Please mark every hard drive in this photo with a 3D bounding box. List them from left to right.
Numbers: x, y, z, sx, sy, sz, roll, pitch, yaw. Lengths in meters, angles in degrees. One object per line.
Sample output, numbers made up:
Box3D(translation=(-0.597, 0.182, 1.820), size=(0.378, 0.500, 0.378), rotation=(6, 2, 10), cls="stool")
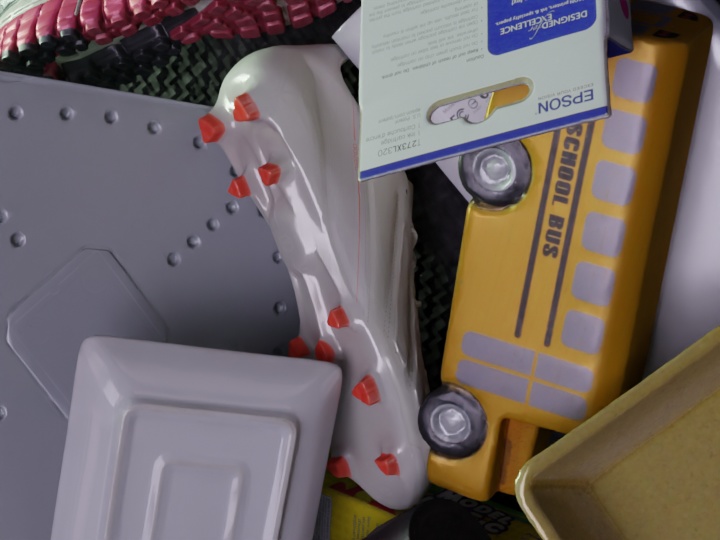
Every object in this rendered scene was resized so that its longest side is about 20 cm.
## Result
Box3D(translation=(0.098, -0.061, 0.764), size=(0.132, 0.027, 0.200), rotation=(-41, 88, 29), cls="hard drive")

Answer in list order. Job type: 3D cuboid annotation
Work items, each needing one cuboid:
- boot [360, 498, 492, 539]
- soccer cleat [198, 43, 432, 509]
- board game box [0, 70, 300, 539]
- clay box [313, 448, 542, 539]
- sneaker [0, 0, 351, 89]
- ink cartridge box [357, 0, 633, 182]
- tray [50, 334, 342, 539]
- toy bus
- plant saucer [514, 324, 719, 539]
Box3D(translation=(0.010, 0.217, 0.784), size=(0.200, 0.068, 0.189), rotation=(-44, 72, 43), cls="boot")
Box3D(translation=(0.000, 0.000, 0.790), size=(0.069, 0.077, 0.201), rotation=(-12, 100, 53), cls="soccer cleat")
Box3D(translation=(-0.117, 0.026, 0.779), size=(0.026, 0.199, 0.202), rotation=(2, 86, 60), cls="board game box")
Box3D(translation=(0.040, 0.156, 0.818), size=(0.199, 0.047, 0.116), rotation=(18, 115, 38), cls="clay box")
Box3D(translation=(-0.074, -0.138, 0.789), size=(0.199, 0.081, 0.075), rotation=(-14, 71, 20), cls="sneaker")
Box3D(translation=(0.048, -0.120, 0.686), size=(0.094, 0.201, 0.037), rotation=(-14, 144, 24), cls="ink cartridge box")
Box3D(translation=(-0.073, 0.129, 0.761), size=(0.107, 0.022, 0.201), rotation=(7, 105, -14), cls="tray")
Box3D(translation=(0.078, -0.006, 0.740), size=(0.078, 0.065, 0.201), rotation=(15, 113, 17), cls="toy bus")
Box3D(translation=(0.188, 0.102, 0.728), size=(0.199, 0.048, 0.201), rotation=(-35, 94, -3), cls="plant saucer")
